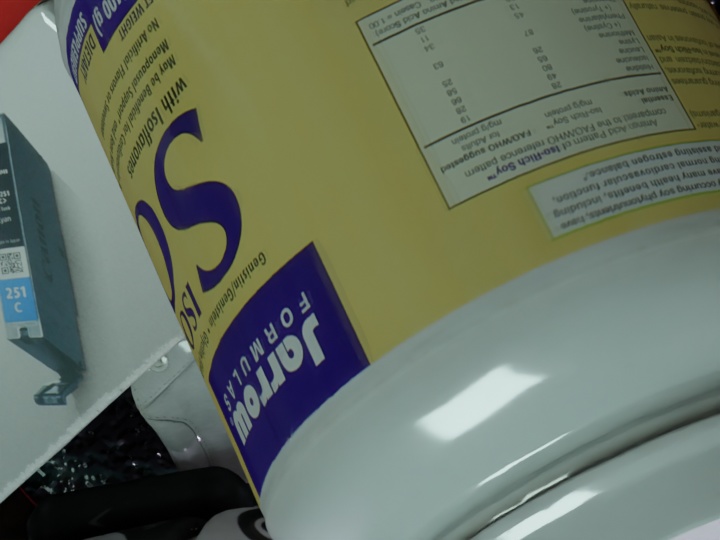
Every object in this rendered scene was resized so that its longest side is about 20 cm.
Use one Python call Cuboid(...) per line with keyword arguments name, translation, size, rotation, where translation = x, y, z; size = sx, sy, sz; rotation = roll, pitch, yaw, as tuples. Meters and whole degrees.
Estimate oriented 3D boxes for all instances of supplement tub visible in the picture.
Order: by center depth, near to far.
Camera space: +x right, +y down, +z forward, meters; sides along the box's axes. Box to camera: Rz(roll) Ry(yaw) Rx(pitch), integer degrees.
Cuboid(name="supplement tub", translation=(0.027, -0.010, 0.528), size=(0.145, 0.145, 0.200), rotation=(-39, 64, 29))

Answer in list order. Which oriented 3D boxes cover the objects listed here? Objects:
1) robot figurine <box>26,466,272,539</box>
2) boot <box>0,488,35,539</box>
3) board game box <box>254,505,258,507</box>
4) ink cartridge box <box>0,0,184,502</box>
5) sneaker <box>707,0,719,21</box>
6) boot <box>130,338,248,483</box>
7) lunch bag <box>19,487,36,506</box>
Cuboid(name="robot figurine", translation=(-0.078, 0.142, 0.701), size=(0.200, 0.125, 0.150), rotation=(-15, 86, 16))
Cuboid(name="boot", translation=(-0.056, 0.129, 0.794), size=(0.166, 0.072, 0.200), rotation=(-24, 100, 29))
Cuboid(name="board game box", translation=(0.030, 0.173, 0.805), size=(0.200, 0.026, 0.200), rotation=(-14, 97, 37))
Cuboid(name="ink cartridge box", translation=(-0.135, -0.024, 0.668), size=(0.176, 0.045, 0.200), rotation=(44, 125, -7))
Cuboid(name="sneaker", translation=(0.060, -0.078, 0.665), size=(0.078, 0.077, 0.200), rotation=(25, 162, 32))
Cuboid(name="boot", translation=(-0.041, 0.007, 0.725), size=(0.096, 0.074, 0.200), rotation=(-5, 135, 10))
Cuboid(name="lunch bag", translation=(-0.199, 0.113, 0.894), size=(0.176, 0.082, 0.200), rotation=(-8, 113, 18))
